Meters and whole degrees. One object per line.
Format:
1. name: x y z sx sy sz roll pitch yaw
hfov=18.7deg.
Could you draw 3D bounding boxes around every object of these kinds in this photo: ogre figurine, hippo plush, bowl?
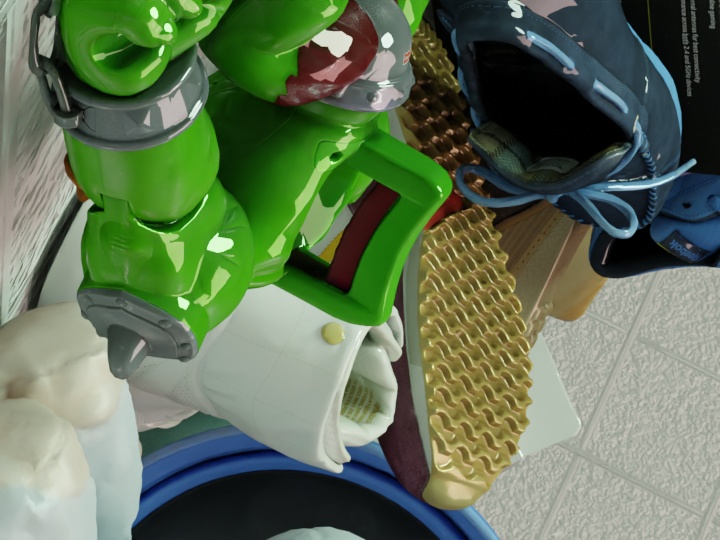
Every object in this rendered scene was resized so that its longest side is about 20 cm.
1. ogre figurine: -0.022 -0.051 0.530 0.200 0.098 0.120 -85 -173 -63
2. hippo plush: -0.068 0.125 0.622 0.200 0.161 0.159 -63 179 -3
3. bowl: -0.031 0.158 0.815 0.201 0.200 0.039 -63 175 -3

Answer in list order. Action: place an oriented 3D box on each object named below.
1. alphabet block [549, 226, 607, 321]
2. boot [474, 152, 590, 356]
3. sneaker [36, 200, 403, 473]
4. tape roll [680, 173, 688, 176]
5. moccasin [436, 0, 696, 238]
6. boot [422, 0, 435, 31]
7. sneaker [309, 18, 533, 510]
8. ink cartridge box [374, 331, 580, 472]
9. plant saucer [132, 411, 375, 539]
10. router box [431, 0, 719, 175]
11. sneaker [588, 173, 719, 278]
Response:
1. alphabet block: 0.091 -0.119 1.210 0.200 0.196 0.196 112 4 -70
2. boot: 0.041 -0.065 1.059 0.200 0.166 0.072 -63 164 6
3. sneaker: -0.047 0.038 0.738 0.200 0.115 0.074 116 -1 -74
4. tape roll: 0.092 -0.131 0.914 0.066 0.200 0.200 -62 178 -37
5. moccasin: 0.060 -0.056 0.754 0.200 0.080 0.068 49 47 -55
6. boot: -0.029 -0.040 0.917 0.144 0.072 0.200 -61 -179 -25
7. sneaker: 0.000 0.000 0.795 0.090 0.075 0.200 -24 -121 28
8. ink cartridge box: 0.006 0.068 1.117 0.200 0.115 0.068 -23 173 -5
9. plant saucer: -0.052 0.150 0.861 0.200 0.200 0.036 -63 175 -4
10. router box: 0.097 -0.128 0.794 0.051 0.149 0.200 -61 151 -43
11. sneaker: 0.178 -0.035 0.948 0.200 0.066 0.078 -18 -150 51
